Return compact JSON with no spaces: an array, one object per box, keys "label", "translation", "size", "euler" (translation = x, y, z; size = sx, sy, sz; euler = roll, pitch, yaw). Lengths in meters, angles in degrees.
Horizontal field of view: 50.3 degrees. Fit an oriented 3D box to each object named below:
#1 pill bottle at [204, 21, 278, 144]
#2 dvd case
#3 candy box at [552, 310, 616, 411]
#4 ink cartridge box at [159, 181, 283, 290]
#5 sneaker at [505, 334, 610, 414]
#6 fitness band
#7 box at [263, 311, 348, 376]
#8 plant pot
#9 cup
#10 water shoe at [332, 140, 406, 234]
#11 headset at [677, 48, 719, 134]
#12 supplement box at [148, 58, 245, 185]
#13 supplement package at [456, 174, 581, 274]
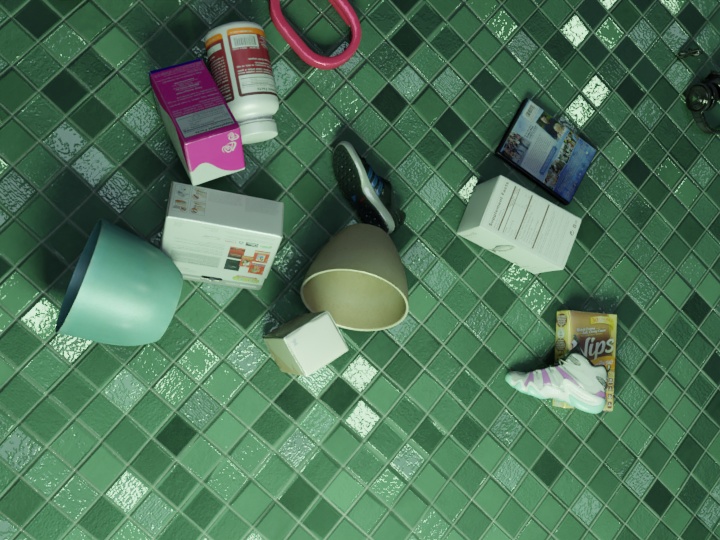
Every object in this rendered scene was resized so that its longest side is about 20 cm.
[{"label":"pill bottle","translation":[-0.213,-0.341,1.408],"size":[0.112,0.113,0.202],"euler":[-11,89,-17]},{"label":"dvd case","translation":[0.395,-0.251,1.629],"size":[0.199,0.018,0.143],"euler":[33,78,-12]},{"label":"candy box","translation":[0.467,0.187,1.598],"size":[0.114,0.055,0.202],"euler":[5,85,-15]},{"label":"ink cartridge box","translation":[-0.254,-0.056,1.375],"size":[0.198,0.176,0.084],"euler":[10,52,-16]},{"label":"sneaker","translation":[0.399,0.193,1.532],"size":[0.199,0.078,0.141],"euler":[14,88,18]},{"label":"fitness band","translation":[-0.089,-0.489,1.498],"size":[0.144,0.037,0.200],"euler":[-43,97,-12]},{"label":"box","translation":[-0.101,0.129,1.361],"size":[0.095,0.200,0.078],"euler":[-31,95,-16]},{"label":"plant pot","translation":[-0.396,0.034,1.291],"size":[0.160,0.200,0.202],"euler":[22,80,-24]},{"label":"cup","translation":[0.000,0.000,1.422],"size":[0.199,0.200,0.144],"euler":[22,54,-14]},{"label":"water shoe","translation":[0.015,-0.163,1.497],"size":[0.079,0.071,0.201],"euler":[-30,94,-44]},{"label":"headset","translation":[0.781,-0.406,1.738],"size":[0.123,0.094,0.201],"euler":[-33,111,-20]},{"label":"supplement box","translation":[-0.285,-0.261,1.339],"size":[0.103,0.102,0.201],"euler":[-19,57,-16]},{"label":"supplement package","translation":[0.317,-0.089,1.543],"size":[0.199,0.117,0.118],"euler":[26,79,-13]}]
